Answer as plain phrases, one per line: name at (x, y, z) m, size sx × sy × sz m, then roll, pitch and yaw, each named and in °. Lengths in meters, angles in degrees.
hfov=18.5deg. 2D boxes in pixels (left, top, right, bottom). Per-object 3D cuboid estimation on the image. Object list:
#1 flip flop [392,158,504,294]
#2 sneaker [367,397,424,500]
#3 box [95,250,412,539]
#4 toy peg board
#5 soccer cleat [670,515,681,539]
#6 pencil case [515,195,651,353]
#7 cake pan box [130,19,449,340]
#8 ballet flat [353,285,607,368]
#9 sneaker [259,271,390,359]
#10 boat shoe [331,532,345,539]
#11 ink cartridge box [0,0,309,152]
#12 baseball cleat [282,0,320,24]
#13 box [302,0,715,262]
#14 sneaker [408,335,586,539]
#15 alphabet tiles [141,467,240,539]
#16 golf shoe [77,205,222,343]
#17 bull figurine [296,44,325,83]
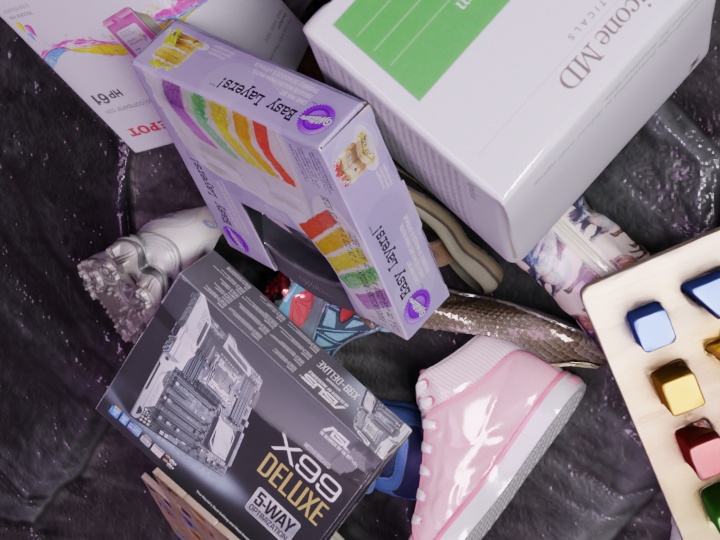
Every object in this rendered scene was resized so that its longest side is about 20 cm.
flip flop at (0.031, -0.031, 1.525) m, size 0.058 × 0.200 × 0.081 m, roll -44°, pitch 50°, yaw 3°
sneaker at (-0.014, 0.128, 1.661) m, size 0.199 × 0.082 × 0.074 m, roll 21°, pitch 115°, yaw 21°
box at (-0.080, 0.109, 1.607) m, size 0.200 × 0.050 × 0.158 m, roll 42°, pitch 128°, yaw 8°
toy peg board at (0.272, 0.068, 1.411) m, size 0.199 × 0.098 × 0.200 m, roll -23°, pitch 95°, yaw 2°
soccer cleat at (0.243, 0.144, 1.526) m, size 0.086 × 0.070 × 0.201 m, roll 31°, pitch 113°, yaw 18°
pencil case at (0.139, -0.021, 1.514) m, size 0.200 × 0.089 × 0.078 m, roll 44°, pitch 95°, yaw 12°
cake pan box at (-0.043, -0.058, 1.448) m, size 0.184 × 0.052 × 0.200 m, roll 30°, pitch 157°, yaw 37°
ballet flat at (0.083, 0.039, 1.552) m, size 0.199 × 0.067 × 0.047 m, roll 16°, pitch 88°, yaw -3°
sneaker at (0.000, 0.000, 1.627) m, size 0.095 × 0.079 × 0.200 m, roll 32°, pitch 115°, yaw -17°
boat shoe at (0.001, 0.280, 1.712) m, size 0.201 × 0.066 × 0.072 m, roll 46°, pitch 123°, yaw 9°
ink cartridge box at (-0.153, -0.183, 1.513) m, size 0.144 × 0.085 × 0.200 m, roll -11°, pitch 136°, yaw 41°
baseball cleat at (-0.105, -0.188, 1.613) m, size 0.106 × 0.070 × 0.200 m, roll 37°, pitch 155°, yaw -28°
box at (0.097, -0.144, 1.392) m, size 0.171 × 0.200 × 0.199 m, roll 42°, pitch 87°, yaw 11°
sneaker at (0.066, 0.133, 1.593) m, size 0.104 × 0.075 × 0.201 m, roll 36°, pitch 93°, yaw 13°
alphabet tiles at (-0.103, 0.218, 1.697) m, size 0.167 × 0.008 × 0.200 m, roll 38°, pitch 164°, yaw 23°
golf shoe at (-0.154, -0.002, 1.691) m, size 0.078 × 0.097 × 0.200 m, roll 56°, pitch 160°, yaw -6°
bull figurine at (-0.077, -0.104, 1.617) m, size 0.199 × 0.065 × 0.122 m, roll -16°, pitch 108°, yaw 46°
